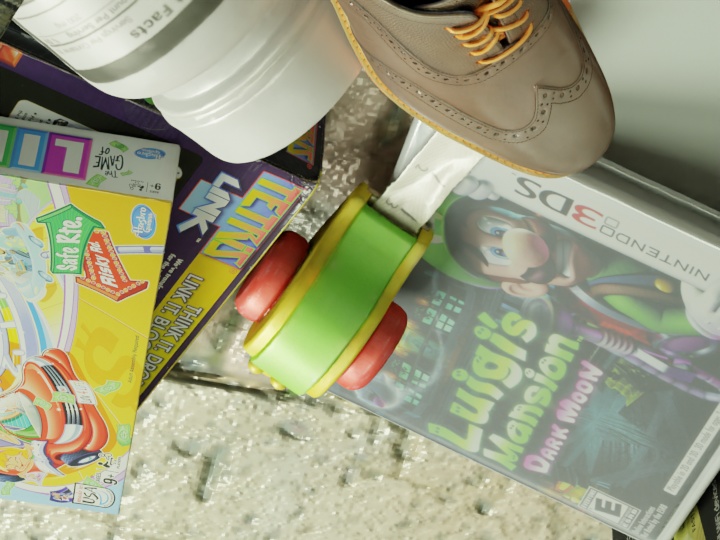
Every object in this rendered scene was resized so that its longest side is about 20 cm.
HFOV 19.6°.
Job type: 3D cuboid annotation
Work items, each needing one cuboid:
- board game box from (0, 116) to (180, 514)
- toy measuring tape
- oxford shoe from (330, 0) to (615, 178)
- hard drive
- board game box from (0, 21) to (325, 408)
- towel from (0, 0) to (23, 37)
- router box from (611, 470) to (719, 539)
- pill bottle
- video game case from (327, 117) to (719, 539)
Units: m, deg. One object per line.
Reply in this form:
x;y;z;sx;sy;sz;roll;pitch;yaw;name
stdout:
-0.154;0.020;0.867;0.134;0.034;0.200;9;135;-6;board game box
0.000;0.000;0.845;0.073;0.074;0.200;22;143;-18;toy measuring tape
0.029;-0.088;0.700;0.071;0.073;0.200;-46;126;5;oxford shoe
0.167;-0.075;0.836;0.200;0.026;0.132;18;134;-15;hard drive
-0.134;-0.026;0.884;0.165;0.057;0.200;23;132;-22;board game box
-0.150;-0.177;0.627;0.200;0.193;0.035;29;-179;14;towel
0.173;0.151;0.941;0.052;0.200;0.157;15;135;-13;router box
-0.089;-0.134;0.730;0.114;0.114;0.200;-31;127;30;pill bottle
0.084;0.027;0.897;0.182;0.023;0.200;26;141;4;video game case
